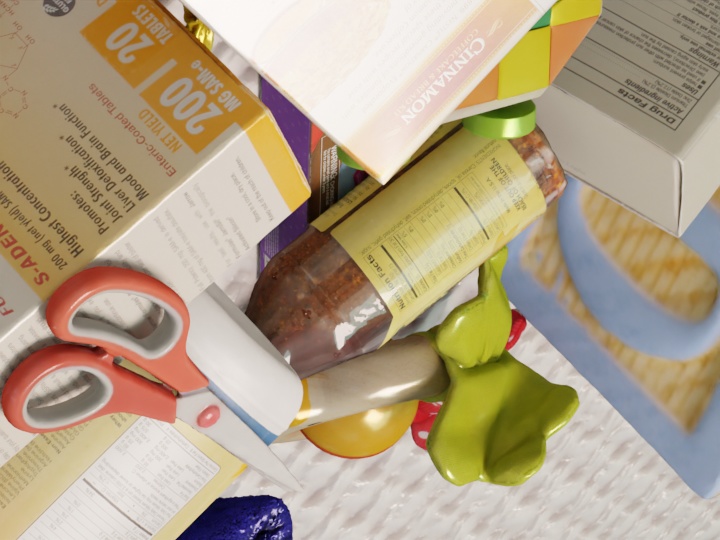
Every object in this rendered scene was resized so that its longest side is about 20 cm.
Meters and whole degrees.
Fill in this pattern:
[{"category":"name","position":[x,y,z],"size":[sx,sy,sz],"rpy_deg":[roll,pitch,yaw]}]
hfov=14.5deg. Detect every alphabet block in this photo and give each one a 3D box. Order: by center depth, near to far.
[{"category":"alphabet block","position":[0.216,-0.034,1.462],"size":[0.200,0.195,0.197],"rpy_deg":[-18,145,-40]}]

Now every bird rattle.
[{"category":"bird rattle","position":[0.018,0.049,1.395],"size":[0.162,0.113,0.200],"rpy_deg":[-9,-179,-11]}]

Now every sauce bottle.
[{"category":"sauce bottle","position":[0.000,0.000,1.263],"size":[0.200,0.066,0.066],"rpy_deg":[-38,153,-6]}]

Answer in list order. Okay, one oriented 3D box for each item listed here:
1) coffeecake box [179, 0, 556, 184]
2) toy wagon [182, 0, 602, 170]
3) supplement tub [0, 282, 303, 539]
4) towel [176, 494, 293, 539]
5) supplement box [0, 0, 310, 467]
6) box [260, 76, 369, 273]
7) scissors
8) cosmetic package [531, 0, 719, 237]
[{"category":"coffeecake box","position":[-0.010,-0.151,1.041],"size":[0.154,0.073,0.200],"rpy_deg":[-47,133,3]},{"category":"toy wagon","position":[0.018,-0.118,1.168],"size":[0.199,0.040,0.156],"rpy_deg":[-16,120,-33]},{"category":"supplement tub","position":[-0.138,0.071,1.163],"size":[0.200,0.145,0.145],"rpy_deg":[-44,153,0]},{"category":"towel","position":[-0.129,0.154,1.266],"size":[0.200,0.050,0.148],"rpy_deg":[-10,-145,53]},{"category":"supplement box","position":[-0.137,-0.018,1.059],"size":[0.200,0.126,0.074],"rpy_deg":[-42,152,-7]},{"category":"box","position":[0.018,-0.074,1.293],"size":[0.137,0.039,0.200],"rpy_deg":[-33,151,-23]},{"category":"scissors","position":[-0.060,0.046,1.077],"size":[0.073,0.014,0.200],"rpy_deg":[-54,143,11]},{"category":"cosmetic package","position":[0.162,-0.126,1.305],"size":[0.200,0.103,0.073],"rpy_deg":[-50,157,-19]}]
